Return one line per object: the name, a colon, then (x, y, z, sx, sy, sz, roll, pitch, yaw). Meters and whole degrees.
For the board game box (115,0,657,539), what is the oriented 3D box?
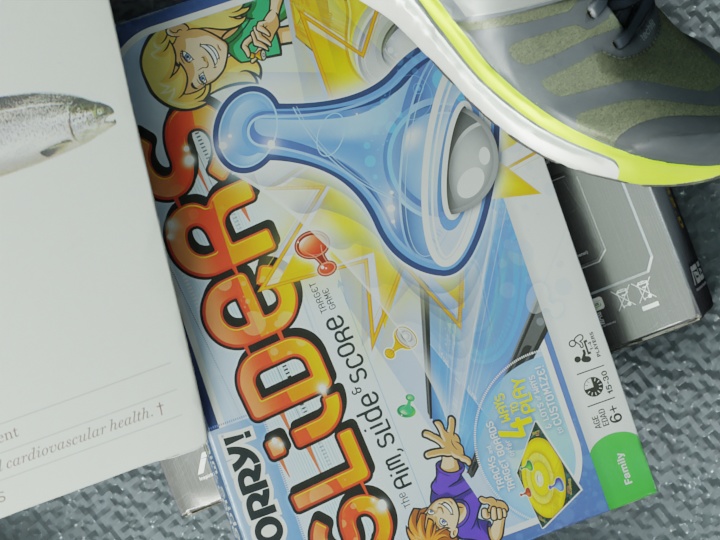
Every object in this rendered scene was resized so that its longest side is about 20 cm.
board game box: (0.000, 0.000, 0.881, 0.135, 0.034, 0.201, -20, 91, -11)

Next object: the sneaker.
sneaker: (0.048, -0.101, 0.823, 0.200, 0.074, 0.081, 35, 125, -9)

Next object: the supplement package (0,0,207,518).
supplement package: (-0.139, -0.031, 0.843, 0.117, 0.117, 0.201, -20, 111, -22)

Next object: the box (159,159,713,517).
box: (0.001, -0.023, 0.946, 0.200, 0.048, 0.159, -22, 89, 12)
